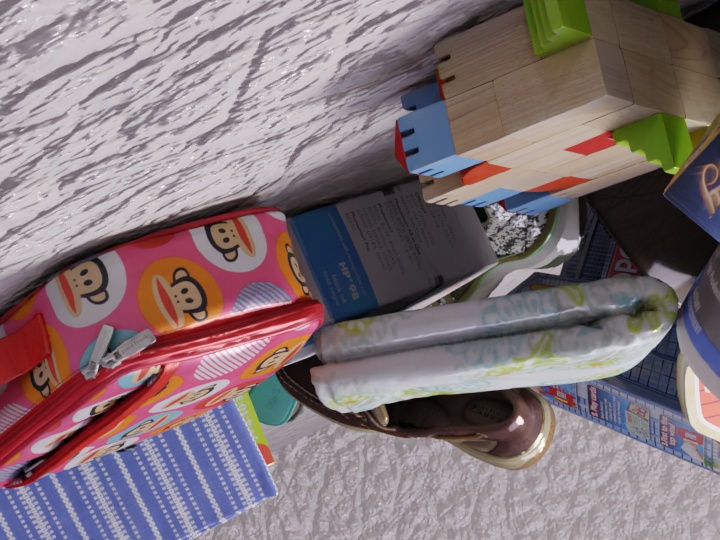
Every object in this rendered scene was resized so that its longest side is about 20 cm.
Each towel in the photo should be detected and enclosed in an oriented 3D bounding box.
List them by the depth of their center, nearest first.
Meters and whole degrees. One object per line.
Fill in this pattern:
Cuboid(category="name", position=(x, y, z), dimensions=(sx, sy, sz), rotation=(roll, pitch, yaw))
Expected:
Cuboid(category="towel", position=(0.071, 0.045, 1.025), dimensions=(0.198, 0.049, 0.171), rotation=(-10, 174, 2))
Cuboid(category="towel", position=(-0.169, 0.129, 1.195), dimensions=(0.199, 0.146, 0.024), rotation=(-26, -162, 1))

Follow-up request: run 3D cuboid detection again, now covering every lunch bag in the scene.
Cuboid(category="lunch bag", position=(-0.133, 0.044, 0.943), dimensions=(0.175, 0.082, 0.200), rotation=(-14, 166, -41))

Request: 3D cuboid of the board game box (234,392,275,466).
Cuboid(category="board game box", position=(-0.169, 0.128, 1.291), dimensions=(0.199, 0.102, 0.048), rotation=(-22, -179, -29))

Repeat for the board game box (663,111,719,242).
Cuboid(category="board game box", position=(0.212, -0.111, 0.783), dimensions=(0.200, 0.035, 0.136), rotation=(-49, 177, -45))

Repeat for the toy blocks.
Cuboid(category="toy blocks", position=(0.083, -0.071, 0.840), dimensions=(0.136, 0.101, 0.199), rotation=(-20, 166, 32))

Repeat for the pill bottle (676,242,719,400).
Cuboid(category="pill bottle", position=(0.249, -0.022, 0.908), dimensions=(0.113, 0.114, 0.201), rotation=(-18, 144, -46))

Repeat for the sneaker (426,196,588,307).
Cuboid(category="sneaker", position=(0.065, -0.027, 1.249), dimensions=(0.088, 0.078, 0.200), rotation=(16, 152, -29))

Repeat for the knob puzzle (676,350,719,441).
Cuboid(category="knob puzzle", position=(0.272, 0.045, 1.102), dimensions=(0.218, 0.031, 0.220), rotation=(-22, 145, -16))

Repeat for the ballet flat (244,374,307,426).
Cuboid(category="ballet flat", position=(-0.041, 0.039, 1.295), dimensions=(0.200, 0.067, 0.064), rotation=(119, -5, -53))

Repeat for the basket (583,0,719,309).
Cuboid(category="basket", position=(0.228, -0.087, 1.007), dimensions=(0.199, 0.137, 0.180), rotation=(-33, 136, 18))

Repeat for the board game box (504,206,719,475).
Cuboid(category="board game box", position=(0.184, 0.031, 1.283), dimensions=(0.198, 0.201, 0.062), rotation=(9, 144, 16))

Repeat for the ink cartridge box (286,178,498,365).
Cuboid(category="ink cartridge box", position=(0.000, 0.000, 1.111), dimensions=(0.116, 0.067, 0.199), rotation=(-31, 172, 42))

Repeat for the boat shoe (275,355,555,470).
Cuboid(category="boat shoe", position=(0.024, 0.071, 1.160), dimensions=(0.199, 0.073, 0.072), rotation=(19, 172, 30))
